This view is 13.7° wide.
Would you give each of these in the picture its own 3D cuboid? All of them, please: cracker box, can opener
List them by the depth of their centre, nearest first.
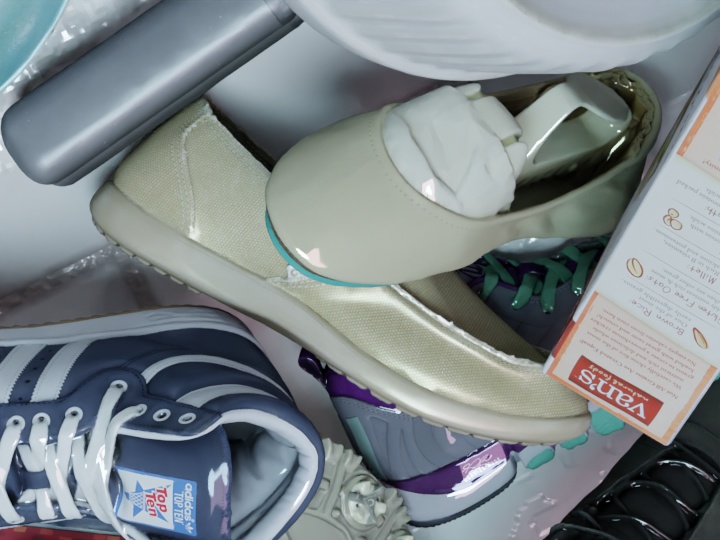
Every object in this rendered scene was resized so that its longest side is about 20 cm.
[{"bbox_3d":[0.140,-0.050,1.018,0.057,0.134,0.200,29,140,4],"label":"cracker box"},{"bbox_3d":[-0.049,-0.110,1.063,0.200,0.053,0.067,-34,87,6],"label":"can opener"}]

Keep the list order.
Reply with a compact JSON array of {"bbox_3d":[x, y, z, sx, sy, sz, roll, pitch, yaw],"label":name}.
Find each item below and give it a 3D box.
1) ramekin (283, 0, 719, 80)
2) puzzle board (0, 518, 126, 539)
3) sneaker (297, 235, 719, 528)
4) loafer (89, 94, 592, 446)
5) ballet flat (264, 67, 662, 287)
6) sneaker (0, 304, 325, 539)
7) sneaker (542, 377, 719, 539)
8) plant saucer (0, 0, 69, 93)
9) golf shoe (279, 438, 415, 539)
[{"bbox_3d":[0.058,-0.158,0.983,0.199,0.105,0.201,-7,104,-30],"label":"ramekin"},{"bbox_3d":[-0.169,0.108,1.045,0.199,0.151,0.017,5,129,7],"label":"puzzle board"},{"bbox_3d":[0.077,0.016,1.138,0.199,0.074,0.088,-32,113,4],"label":"sneaker"},{"bbox_3d":[0.000,0.000,1.082,0.199,0.076,0.069,27,97,0],"label":"loafer"},{"bbox_3d":[0.044,-0.041,1.056,0.200,0.069,0.070,-14,129,-53],"label":"ballet flat"},{"bbox_3d":[-0.109,0.067,1.012,0.199,0.108,0.070,-12,117,-21],"label":"sneaker"},{"bbox_3d":[0.105,0.108,1.110,0.200,0.076,0.091,-53,156,-13],"label":"sneaker"},{"bbox_3d":[-0.192,-0.131,1.022,0.199,0.027,0.201,-5,117,-11],"label":"plant saucer"},{"bbox_3d":[-0.012,0.133,1.160,0.200,0.097,0.078,50,61,-32],"label":"golf shoe"}]
